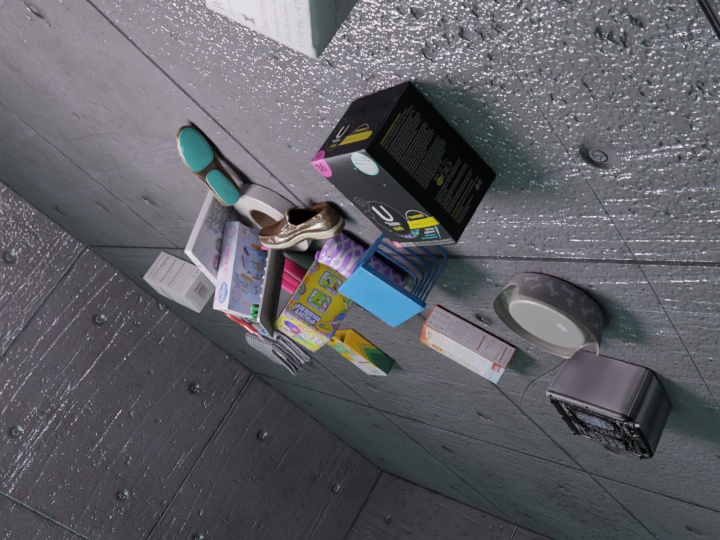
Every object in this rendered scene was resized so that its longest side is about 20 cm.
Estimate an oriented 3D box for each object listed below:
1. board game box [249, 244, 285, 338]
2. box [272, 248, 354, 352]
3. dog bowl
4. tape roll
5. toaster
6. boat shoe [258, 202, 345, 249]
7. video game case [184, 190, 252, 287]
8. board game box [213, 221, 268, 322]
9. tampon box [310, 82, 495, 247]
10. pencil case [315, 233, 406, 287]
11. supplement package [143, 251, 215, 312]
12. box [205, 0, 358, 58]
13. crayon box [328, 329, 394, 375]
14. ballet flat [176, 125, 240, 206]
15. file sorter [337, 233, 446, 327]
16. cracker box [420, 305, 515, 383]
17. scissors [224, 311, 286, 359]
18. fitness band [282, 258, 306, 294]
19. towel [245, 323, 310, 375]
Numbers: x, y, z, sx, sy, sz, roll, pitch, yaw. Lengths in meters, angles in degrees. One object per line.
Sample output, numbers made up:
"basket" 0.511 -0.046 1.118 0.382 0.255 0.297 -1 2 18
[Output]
"board game box" -0.210 0.038 1.799 0.026 0.201 0.200 7 165 4
"box" -0.086 0.062 1.779 0.122 0.193 0.200 33 161 -5
"dog bowl" 0.331 0.077 1.368 0.199 0.059 0.200 28 161 10
"tape roll" -0.193 -0.116 1.745 0.202 0.037 0.203 28 161 10
"toaster" 0.478 0.257 1.491 0.199 0.119 0.181 14 155 44
"boat shoe" -0.130 -0.100 1.598 0.201 0.075 0.075 -11 131 28
"video game case" -0.314 -0.077 1.784 0.024 0.201 0.182 4 151 23
"board game box" -0.262 0.009 1.835 0.041 0.201 0.200 2 167 22
"tampon box" 0.061 -0.144 1.137 0.200 0.127 0.150 42 158 -25
"pencil case" 0.000 0.000 1.652 0.200 0.084 0.086 36 127 -6
"supplement package" -0.604 0.038 2.646 0.199 0.118 0.117 21 159 31
"box" -0.050 -0.342 0.705 0.130 0.201 0.199 28 161 11
"crayon box" -0.012 0.231 2.298 0.200 0.052 0.126 38 160 -18
"ballet flat" -0.322 -0.221 1.648 0.200 0.068 0.072 52 174 -30
"file sorter" 0.063 0.008 1.518 0.138 0.123 0.200 34 161 -4
"cracker box" 0.234 0.164 1.740 0.199 0.058 0.134 29 162 11
"scissors" -0.238 0.146 1.833 0.200 0.014 0.073 34 179 14
"fitness band" -0.166 0.029 2.063 0.200 0.038 0.144 35 161 -11
"towel" -0.302 0.284 2.834 0.165 0.086 0.200 13 153 46
